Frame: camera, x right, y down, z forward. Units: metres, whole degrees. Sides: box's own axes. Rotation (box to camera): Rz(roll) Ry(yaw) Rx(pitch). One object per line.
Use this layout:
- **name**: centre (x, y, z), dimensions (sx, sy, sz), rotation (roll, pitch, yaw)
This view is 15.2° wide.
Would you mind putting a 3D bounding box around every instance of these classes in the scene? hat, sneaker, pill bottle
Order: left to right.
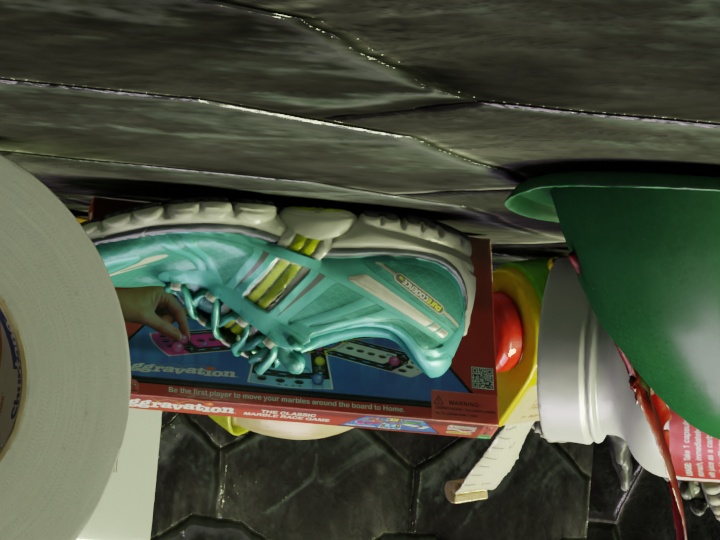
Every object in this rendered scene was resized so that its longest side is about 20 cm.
- **sneaker**: centre (-0.046, 0.008, 1.244), dimensions (0.199, 0.080, 0.078), rotation (6, 176, -3)
- **hat**: centre (0.141, 0.061, 1.069), dimensions (0.165, 0.177, 0.200), rotation (1, 174, 38)
- **pill bottle**: centre (0.185, 0.042, 1.224), dimensions (0.199, 0.113, 0.112), rotation (4, 176, 14)

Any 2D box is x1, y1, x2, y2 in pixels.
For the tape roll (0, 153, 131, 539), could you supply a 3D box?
- **tape roll**: centre (-0.195, 0.044, 1.083), dimensions (0.200, 0.201, 0.066), rotation (8, 175, -32)

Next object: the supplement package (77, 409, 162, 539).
- **supplement package**: centre (-0.203, 0.078, 1.416), dimensions (0.117, 0.118, 0.200), rotation (7, 175, -35)

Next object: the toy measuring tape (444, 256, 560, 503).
- **toy measuring tape**: centre (0.080, 0.049, 1.434), dimensions (0.073, 0.074, 0.200), rotation (6, 144, -17)

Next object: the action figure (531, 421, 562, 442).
- **action figure**: centre (0.165, 0.066, 1.644), dimensions (0.119, 0.102, 0.200), rotation (16, -175, 36)

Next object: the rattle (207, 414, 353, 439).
- **rattle**: centre (0.000, 0.000, 1.429), dimensions (0.199, 0.143, 0.130), rotation (-10, -150, -8)

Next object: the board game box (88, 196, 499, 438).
- **board game box**: centre (-0.033, 0.023, 1.293), dimensions (0.199, 0.103, 0.019), rotation (5, 151, -13)

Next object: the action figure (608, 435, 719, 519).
- **action figure**: centre (0.196, 0.065, 1.447), dimensions (0.199, 0.119, 0.102), rotation (-5, -169, 0)

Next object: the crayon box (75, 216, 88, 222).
- **crayon box**: centre (-0.216, -0.010, 1.390), dimensions (0.127, 0.051, 0.200), rotation (2, 174, 37)
